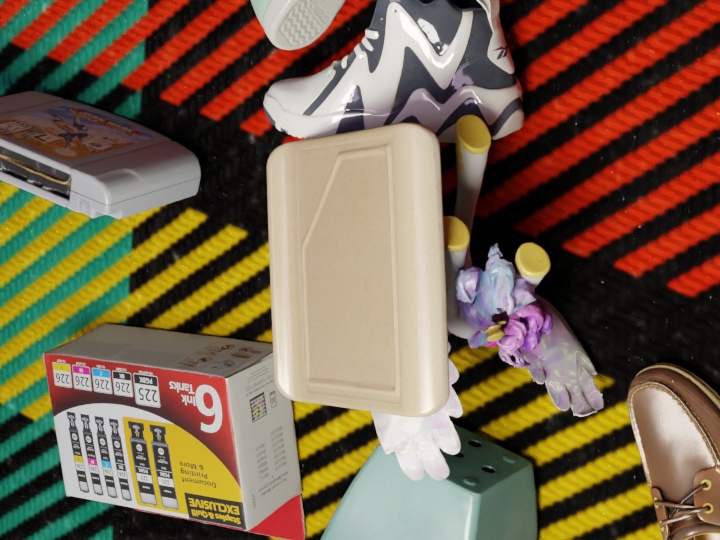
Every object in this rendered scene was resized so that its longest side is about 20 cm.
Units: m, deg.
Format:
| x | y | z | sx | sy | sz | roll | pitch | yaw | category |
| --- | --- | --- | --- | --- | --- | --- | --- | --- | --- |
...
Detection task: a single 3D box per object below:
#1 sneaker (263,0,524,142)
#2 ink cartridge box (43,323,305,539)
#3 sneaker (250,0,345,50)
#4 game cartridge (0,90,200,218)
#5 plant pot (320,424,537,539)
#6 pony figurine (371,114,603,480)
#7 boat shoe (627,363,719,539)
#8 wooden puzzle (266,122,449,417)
| x | y | z | sx | sy | sz | roll | pitch | yaw | category |
| --- | --- | --- | --- | --- | --- | --- | --- | --- | --- |
| 0.017 | -0.160 | 1.261 | 0.198 | 0.079 | 0.131 | 6 | 109 | 35 | sneaker |
| -0.152 | 0.147 | 1.494 | 0.199 | 0.084 | 0.177 | 4 | 109 | 34 | ink cartridge box |
| -0.024 | -0.266 | 1.258 | 0.201 | 0.074 | 0.119 | -48 | 55 | 24 | sneaker |
| -0.232 | -0.096 | 1.431 | 0.199 | 0.133 | 0.042 | 22 | 119 | 28 | game cartridge |
| 0.048 | 0.223 | 1.346 | 0.141 | 0.141 | 0.201 | 23 | 112 | 27 | plant pot |
| 0.073 | 0.021 | 1.238 | 0.200 | 0.165 | 0.194 | 104 | 145 | -61 | pony figurine |
| 0.236 | 0.160 | 1.223 | 0.072 | 0.067 | 0.201 | -25 | 91 | 39 | boat shoe |
| 0.000 | 0.000 | 1.214 | 0.200 | 0.037 | 0.187 | -1 | 92 | 59 | wooden puzzle |
